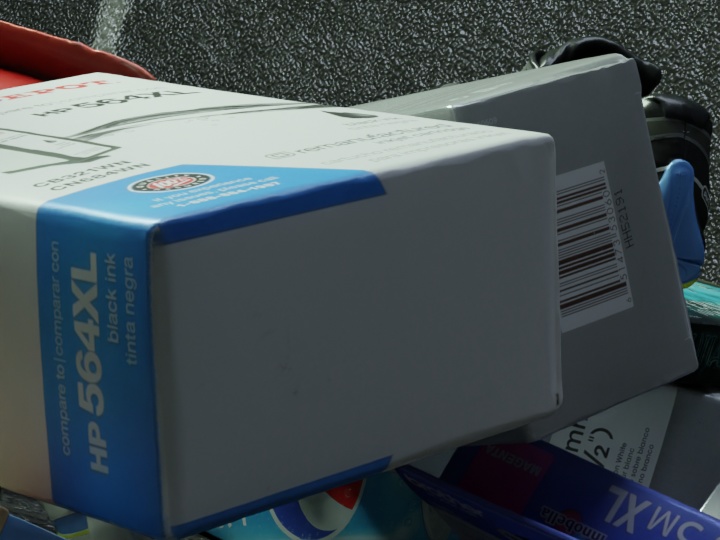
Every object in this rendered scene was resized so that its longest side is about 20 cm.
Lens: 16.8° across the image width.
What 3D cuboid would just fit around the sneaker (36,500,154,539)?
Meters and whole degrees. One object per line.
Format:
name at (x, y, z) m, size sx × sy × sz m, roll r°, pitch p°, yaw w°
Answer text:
sneaker at (-0.138, 0.048, 0.910) m, size 0.076 × 0.105 × 0.200 m, roll 62°, pitch 5°, yaw -52°

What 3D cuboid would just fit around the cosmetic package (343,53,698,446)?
cosmetic package at (0.000, 0.000, 0.790) m, size 0.090 × 0.107 × 0.200 m, roll -19°, pitch 10°, yaw -39°

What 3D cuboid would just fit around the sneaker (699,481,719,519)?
sneaker at (0.196, 0.130, 0.891) m, size 0.115 × 0.081 × 0.199 m, roll 27°, pitch -20°, yaw 33°

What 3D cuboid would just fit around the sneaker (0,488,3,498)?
sneaker at (-0.189, 0.044, 0.852) m, size 0.200 × 0.078 × 0.079 m, roll 16°, pitch 8°, yaw 30°

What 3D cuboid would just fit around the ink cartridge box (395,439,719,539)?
ink cartridge box at (0.099, 0.109, 0.796) m, size 0.119 × 0.042 × 0.200 m, roll 22°, pitch -15°, yaw 35°

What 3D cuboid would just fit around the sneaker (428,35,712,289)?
sneaker at (0.077, -0.046, 0.907) m, size 0.071 × 0.083 × 0.200 m, roll 13°, pitch 5°, yaw -22°

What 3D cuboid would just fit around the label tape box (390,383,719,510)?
label tape box at (0.051, 0.047, 0.961) m, size 0.200 × 0.066 × 0.143 m, roll 17°, pitch 5°, yaw -14°

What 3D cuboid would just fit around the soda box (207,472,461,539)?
soda box at (0.003, 0.099, 1.004) m, size 0.068 × 0.064 × 0.200 m, roll 13°, pitch 3°, yaw -43°

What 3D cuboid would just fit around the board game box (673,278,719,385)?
board game box at (0.105, 0.014, 0.977) m, size 0.135 × 0.028 × 0.200 m, roll 21°, pitch 7°, yaw 31°

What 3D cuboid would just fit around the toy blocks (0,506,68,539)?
toy blocks at (-0.136, 0.072, 0.616) m, size 0.137 × 0.100 × 0.200 m, roll 29°, pitch -14°, yaw -30°

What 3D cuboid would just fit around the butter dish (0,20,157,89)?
butter dish at (-0.200, -0.003, 1.030) m, size 0.199 × 0.200 × 0.148 m, roll 16°, pitch 26°, yaw 9°

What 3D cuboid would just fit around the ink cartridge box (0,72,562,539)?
ink cartridge box at (-0.065, 0.001, 0.687) m, size 0.146 × 0.084 × 0.200 m, roll -16°, pitch 19°, yaw -42°
